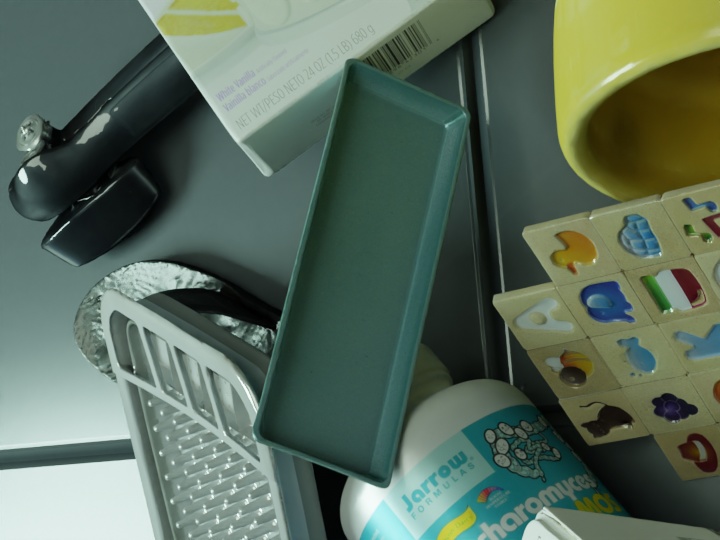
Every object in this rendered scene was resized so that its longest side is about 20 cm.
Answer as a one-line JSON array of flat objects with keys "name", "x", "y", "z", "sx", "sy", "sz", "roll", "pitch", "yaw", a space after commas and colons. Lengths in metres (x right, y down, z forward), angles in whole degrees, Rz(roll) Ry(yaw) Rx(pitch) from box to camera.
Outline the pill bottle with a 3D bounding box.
[{"name": "pill bottle", "x": 0.065, "y": 0.128, "z": 0.975, "sx": 0.200, "sy": 0.111, "sz": 0.111, "roll": 49, "pitch": 114, "yaw": 24}]

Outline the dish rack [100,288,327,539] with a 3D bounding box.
[{"name": "dish rack", "x": -0.061, "y": 0.109, "z": 1.042, "sx": 0.172, "sy": 0.044, "sz": 0.200, "roll": 25, "pitch": 131, "yaw": 54}]

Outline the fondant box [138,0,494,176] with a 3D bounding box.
[{"name": "fondant box", "x": -0.048, "y": -0.170, "z": 1.059, "sx": 0.144, "sy": 0.058, "sz": 0.200, "roll": -36, "pitch": 68, "yaw": 3}]

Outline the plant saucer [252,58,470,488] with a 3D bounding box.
[{"name": "plant saucer", "x": 0.000, "y": 0.000, "z": 0.970, "sx": 0.019, "sy": 0.070, "sz": 0.200, "roll": -33, "pitch": 39, "yaw": 59}]

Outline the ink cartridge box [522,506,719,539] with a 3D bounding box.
[{"name": "ink cartridge box", "x": 0.159, "y": 0.189, "z": 0.860, "sx": 0.083, "sy": 0.200, "sz": 0.147, "roll": -144, "pitch": 64, "yaw": -72}]

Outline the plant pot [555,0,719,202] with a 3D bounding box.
[{"name": "plant pot", "x": 0.179, "y": -0.141, "z": 0.861, "sx": 0.201, "sy": 0.201, "sz": 0.189, "roll": -13, "pitch": 66, "yaw": 32}]

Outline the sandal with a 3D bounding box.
[{"name": "sandal", "x": -0.080, "y": 0.041, "z": 1.109, "sx": 0.200, "sy": 0.048, "sz": 0.075, "roll": 14, "pitch": 97, "yaw": 32}]

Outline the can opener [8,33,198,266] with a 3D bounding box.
[{"name": "can opener", "x": -0.121, "y": -0.091, "z": 1.141, "sx": 0.200, "sy": 0.079, "sz": 0.063, "roll": -46, "pitch": 30, "yaw": 20}]

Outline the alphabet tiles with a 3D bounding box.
[{"name": "alphabet tiles", "x": 0.165, "y": 0.027, "z": 0.905, "sx": 0.200, "sy": 0.166, "sz": 0.006, "roll": -14, "pitch": 38, "yaw": 32}]
